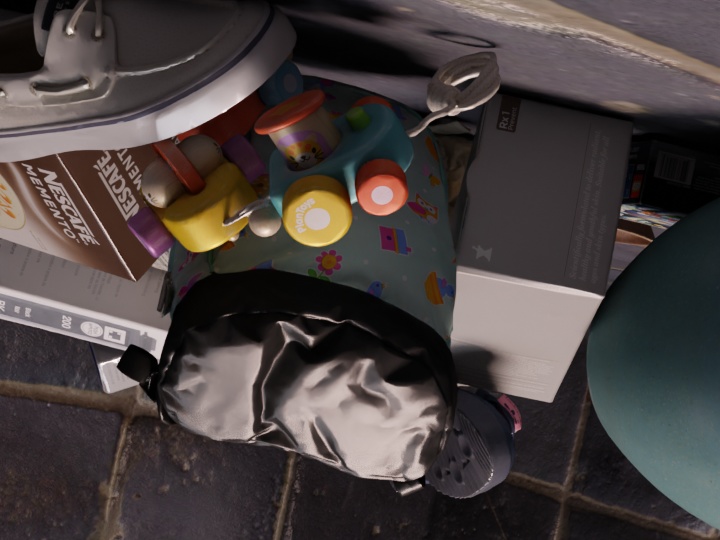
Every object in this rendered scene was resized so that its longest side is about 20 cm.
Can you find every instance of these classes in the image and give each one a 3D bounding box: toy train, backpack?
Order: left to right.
[{"bbox_3d":[-0.040,-0.075,0.842,0.199,0.150,0.056,1,137,45],"label":"toy train"},{"bbox_3d":[-0.021,-0.002,0.932,0.166,0.127,0.200,22,-144,-18],"label":"backpack"}]

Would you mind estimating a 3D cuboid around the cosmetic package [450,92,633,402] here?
[{"bbox_3d":[0.090,-0.007,1.022,0.090,0.107,0.200,12,162,-1],"label":"cosmetic package"}]

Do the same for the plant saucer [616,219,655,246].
[{"bbox_3d":[0.123,-0.056,1.345,0.199,0.037,0.200,13,179,0],"label":"plant saucer"}]

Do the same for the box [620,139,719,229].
[{"bbox_3d":[0.235,-0.034,1.070,0.199,0.040,0.137,13,180,-10],"label":"box"}]

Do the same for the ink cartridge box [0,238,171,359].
[{"bbox_3d":[-0.152,-0.039,1.251,0.199,0.199,0.043,15,145,0],"label":"ink cartridge box"}]

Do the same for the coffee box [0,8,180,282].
[{"bbox_3d":[-0.194,-0.080,1.027,0.199,0.080,0.115,16,147,37],"label":"coffee box"}]

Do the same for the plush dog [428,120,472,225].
[{"bbox_3d":[0.000,0.000,1.158,0.199,0.173,0.160,-4,178,-6],"label":"plush dog"}]

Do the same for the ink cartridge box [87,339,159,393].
[{"bbox_3d":[-0.113,-0.024,1.301,0.199,0.200,0.041,-16,142,-12],"label":"ink cartridge box"}]

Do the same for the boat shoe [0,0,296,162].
[{"bbox_3d":[-0.121,-0.102,0.845,0.199,0.071,0.070,-5,132,39],"label":"boat shoe"}]

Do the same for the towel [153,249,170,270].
[{"bbox_3d":[-0.125,-0.064,1.085,0.192,0.035,0.200,11,141,50],"label":"towel"}]

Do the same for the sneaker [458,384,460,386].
[{"bbox_3d":[0.017,0.061,1.234,0.199,0.074,0.079,-21,172,2],"label":"sneaker"}]

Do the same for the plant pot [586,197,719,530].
[{"bbox_3d":[0.199,0.047,0.954,0.134,0.201,0.200,-1,170,43],"label":"plant pot"}]

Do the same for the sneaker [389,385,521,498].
[{"bbox_3d":[0.066,0.093,1.107,0.082,0.070,0.200,-19,-178,-16],"label":"sneaker"}]
